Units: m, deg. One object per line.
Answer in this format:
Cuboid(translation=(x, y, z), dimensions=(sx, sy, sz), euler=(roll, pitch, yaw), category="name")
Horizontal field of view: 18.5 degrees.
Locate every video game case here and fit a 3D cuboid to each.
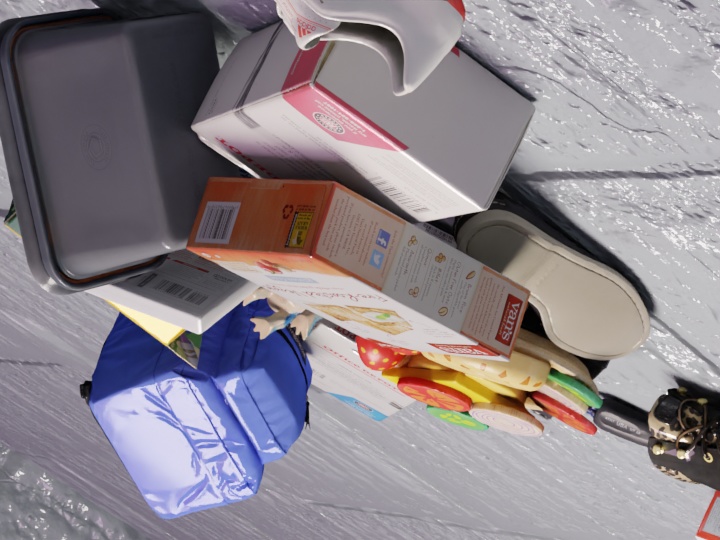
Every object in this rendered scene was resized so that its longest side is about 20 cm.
Cuboid(translation=(-0.121, -0.025, 1.695), dimensions=(0.143, 0.200, 0.018), euler=(19, 127, 27), category="video game case")

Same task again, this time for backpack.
Cuboid(translation=(-0.128, 0.092, 1.908), dimensions=(0.167, 0.200, 0.163), euler=(-14, 121, 13), category="backpack")

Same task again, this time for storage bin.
Cuboid(translation=(-0.154, -0.092, 1.559), dimensions=(0.134, 0.201, 0.145), euler=(-5, -173, 45), category="storage bin")

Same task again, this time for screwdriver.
Cuboid(translation=(0.164, 0.104, 1.875), dimensions=(0.200, 0.028, 0.029), euler=(21, 134, 13), category="screwdriver")

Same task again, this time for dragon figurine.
Cuboid(translation=(-0.029, 0.007, 1.723), dimensions=(0.200, 0.099, 0.059), euler=(-14, 107, 56), category="dragon figurine")

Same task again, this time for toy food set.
Cuboid(translation=(0.092, 0.079, 1.689), dimensions=(0.200, 0.049, 0.198), euler=(1, 157, 47), category="toy food set")

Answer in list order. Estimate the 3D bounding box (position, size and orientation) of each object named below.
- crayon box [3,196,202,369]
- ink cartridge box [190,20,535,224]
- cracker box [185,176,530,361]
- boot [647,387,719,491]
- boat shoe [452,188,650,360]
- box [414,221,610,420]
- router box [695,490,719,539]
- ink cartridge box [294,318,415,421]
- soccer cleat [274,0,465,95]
Cuboid(translation=(-0.186, -0.026, 1.785), dimensions=(0.200, 0.126, 0.052), euler=(39, 117, -22), category="crayon box")
Cuboid(translation=(-0.003, -0.100, 1.450), dimensions=(0.146, 0.083, 0.200), euler=(34, 162, -20), category="ink cartridge box")
Cuboid(translation=(0.000, 0.000, 1.503), dimensions=(0.200, 0.058, 0.134), euler=(27, 165, -39), category="cracker box")
Cuboid(translation=(0.289, 0.130, 1.694), dimensions=(0.150, 0.073, 0.200), euler=(16, 165, 35), category="boot")
Cuboid(translation=(0.138, -0.003, 1.594), dimensions=(0.200, 0.073, 0.063), euler=(34, -154, -37), category="boat shoe")
Cuboid(translation=(0.095, 0.038, 1.765), dimensions=(0.198, 0.050, 0.200), euler=(29, 164, 0), category="box")
Cuboid(translation=(0.410, 0.281, 1.975), dimensions=(0.179, 0.049, 0.200), euler=(18, 160, 31), category="router box")
Cuboid(translation=(0.006, 0.065, 1.945), dimensions=(0.116, 0.067, 0.200), euler=(31, 163, -6), category="ink cartridge box")
Cuboid(translation=(-0.033, -0.176, 1.273), dimensions=(0.200, 0.085, 0.069), euler=(30, 163, -7), category="soccer cleat")
